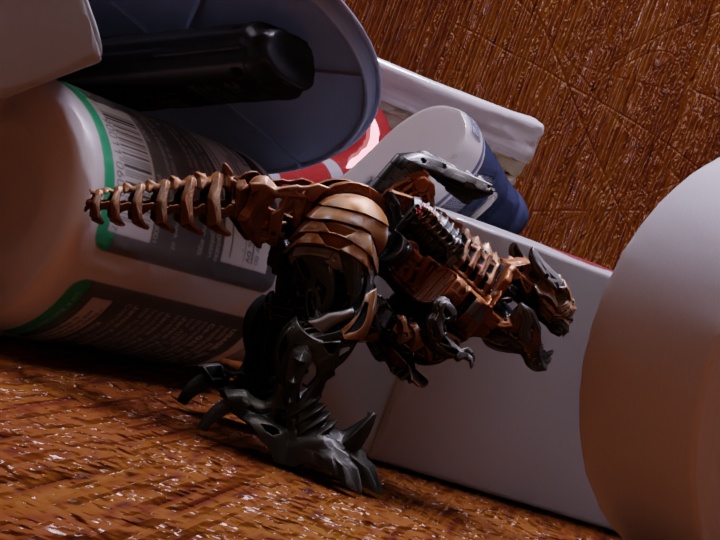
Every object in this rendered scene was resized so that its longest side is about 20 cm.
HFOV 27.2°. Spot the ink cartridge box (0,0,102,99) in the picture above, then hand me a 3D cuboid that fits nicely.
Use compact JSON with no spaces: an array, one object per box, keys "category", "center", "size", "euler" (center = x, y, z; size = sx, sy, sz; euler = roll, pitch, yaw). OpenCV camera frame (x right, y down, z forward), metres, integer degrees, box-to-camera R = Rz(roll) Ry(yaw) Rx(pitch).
[{"category":"ink cartridge box","center":[-0.226,-0.096,0.591],"size":[0.200,0.083,0.146],"euler":[-27,26,-26]}]

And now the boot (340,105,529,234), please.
[{"category":"boot","center":[0.000,0.000,0.832],"size":[0.090,0.200,0.073],"euler":[47,12,-43]}]

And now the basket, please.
[{"category":"basket","center":[0.006,-0.090,1.065],"size":[0.199,0.124,0.136],"euler":[19,8,-19]}]

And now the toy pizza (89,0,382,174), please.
[{"category":"toy pizza","center":[-0.084,-0.113,0.711],"size":[0.199,0.032,0.200],"euler":[12,-28,7]}]

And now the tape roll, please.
[{"category":"tape roll","center":[0.193,0.048,0.650],"size":[0.202,0.203,0.071],"euler":[19,1,-36]}]

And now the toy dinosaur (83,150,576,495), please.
[{"category":"toy dinosaur","center":[-0.012,0.008,0.619],"size":[0.199,0.136,0.102],"euler":[20,2,4]}]

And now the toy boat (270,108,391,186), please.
[{"category":"toy boat","center":[-0.063,-0.095,0.883],"size":[0.200,0.131,0.130],"euler":[-7,36,-47]}]

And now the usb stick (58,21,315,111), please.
[{"category":"usb stick","center":[-0.117,-0.091,0.690],"size":[0.199,0.033,0.055],"euler":[0,-11,28]}]

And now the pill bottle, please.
[{"category":"pill bottle","center":[-0.104,-0.015,0.699],"size":[0.113,0.113,0.200],"euler":[21,1,33]}]

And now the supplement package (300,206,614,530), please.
[{"category":"supplement package","center":[0.087,0.049,0.755],"size":[0.199,0.120,0.121],"euler":[19,4,-24]}]
